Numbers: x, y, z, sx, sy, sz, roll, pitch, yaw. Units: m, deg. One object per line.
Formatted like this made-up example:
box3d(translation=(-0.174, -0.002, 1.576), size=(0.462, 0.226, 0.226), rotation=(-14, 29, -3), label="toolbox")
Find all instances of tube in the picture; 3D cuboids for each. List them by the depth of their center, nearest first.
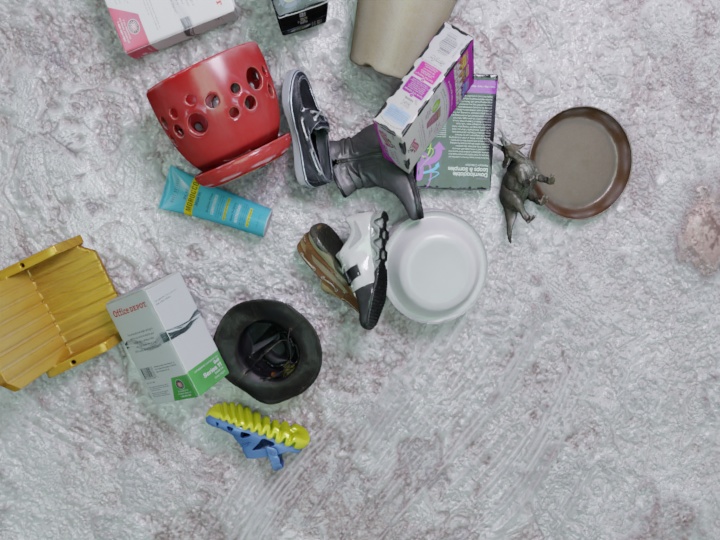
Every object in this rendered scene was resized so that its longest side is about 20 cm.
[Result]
box3d(translation=(-0.254, -0.116, 1.230), size=(0.196, 0.050, 0.079), rotation=(19, 90, -2), label="tube")

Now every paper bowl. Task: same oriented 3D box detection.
box3d(translation=(0.131, -0.006, 1.244), size=(0.195, 0.104, 0.206), rotation=(0, 99, -3), label="paper bowl")

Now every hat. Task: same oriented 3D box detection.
box3d(translation=(-0.163, 0.133, 1.255), size=(0.195, 0.081, 0.206), rotation=(0, 106, 0), label="hat")

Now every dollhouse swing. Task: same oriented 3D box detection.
box3d(translation=(-0.523, 0.073, 1.171), size=(0.178, 0.176, 0.204), rotation=(-24, 99, 0), label="dollhouse swing")

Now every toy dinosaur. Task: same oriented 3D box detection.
box3d(translation=(0.285, -0.149, 1.244), size=(0.076, 0.102, 0.204), rotation=(-22, 130, -22), label="toy dinosaur")

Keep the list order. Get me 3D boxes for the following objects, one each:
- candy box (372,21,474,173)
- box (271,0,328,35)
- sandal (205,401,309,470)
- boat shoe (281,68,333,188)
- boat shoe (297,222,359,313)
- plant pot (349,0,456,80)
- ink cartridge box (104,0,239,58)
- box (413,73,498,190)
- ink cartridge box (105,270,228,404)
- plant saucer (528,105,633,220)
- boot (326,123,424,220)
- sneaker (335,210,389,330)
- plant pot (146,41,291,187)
box3d(translation=(0.106, -0.277, 1.129), size=(0.060, 0.137, 0.202), rotation=(33, 82, 17), label="candy box")
box3d(translation=(-0.119, -0.502, 1.115), size=(0.084, 0.164, 0.205), rotation=(-17, 101, -2), label="box")
box3d(translation=(-0.197, 0.310, 1.285), size=(0.196, 0.080, 0.089), rotation=(24, 101, -6), label="sandal")
box3d(translation=(-0.083, -0.246, 1.187), size=(0.067, 0.071, 0.205), rotation=(-7, 90, 38), label="boat shoe")
box3d(translation=(-0.038, 0.008, 1.256), size=(0.073, 0.076, 0.201), rotation=(-31, 101, 33), label="boat shoe")
box3d(translation=(0.066, -0.419, 1.143), size=(0.196, 0.201, 0.187), rotation=(16, 110, -7), label="plant pot")
box3d(translation=(-0.316, -0.459, 1.148), size=(0.196, 0.083, 0.150), rotation=(-20, 100, 0), label="ink cartridge box")
box3d(translation=(0.168, -0.247, 1.243), size=(0.139, 0.036, 0.206), rotation=(2, 98, -4), label="box")
box3d(translation=(-0.336, 0.118, 1.205), size=(0.145, 0.083, 0.204), rotation=(-15, 104, 41), label="ink cartridge box")
box3d(translation=(0.398, -0.195, 1.270), size=(0.195, 0.032, 0.206), rotation=(-1, 99, -3), label="plant saucer")
box3d(translation=(0.024, -0.156, 1.217), size=(0.129, 0.070, 0.203), rotation=(-25, 73, 2), label="boot")
box3d(translation=(0.000, 0.000, 1.196), size=(0.086, 0.074, 0.205), rotation=(0, 80, 18), label="sneaker")
box3d(translation=(-0.222, -0.246, 1.133), size=(0.197, 0.201, 0.186), rotation=(-23, 103, 0), label="plant pot")
